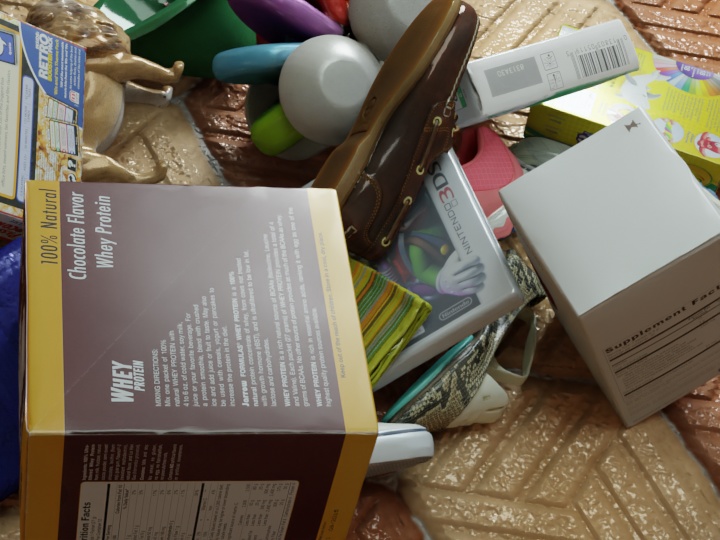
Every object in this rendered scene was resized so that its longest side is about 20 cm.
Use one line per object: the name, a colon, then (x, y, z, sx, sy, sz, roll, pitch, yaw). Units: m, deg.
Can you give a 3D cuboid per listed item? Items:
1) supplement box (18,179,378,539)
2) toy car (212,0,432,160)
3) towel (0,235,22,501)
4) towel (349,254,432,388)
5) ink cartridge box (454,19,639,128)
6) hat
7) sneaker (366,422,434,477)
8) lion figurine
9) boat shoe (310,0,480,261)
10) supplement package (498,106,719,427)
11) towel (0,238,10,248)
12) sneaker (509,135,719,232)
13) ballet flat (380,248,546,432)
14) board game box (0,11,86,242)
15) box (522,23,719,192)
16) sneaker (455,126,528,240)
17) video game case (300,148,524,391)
supplement box: (-0.110, 0.061, 0.994, 0.199, 0.133, 0.198, 1, 48, -13)
toy car: (-0.035, -0.188, 1.258, 0.150, 0.175, 0.200, 43, 78, -12)
towel: (-0.258, 0.079, 1.079, 0.200, 0.049, 0.148, -34, 96, -35)
towel: (-0.043, 0.016, 1.157, 0.200, 0.018, 0.086, 31, 79, 38)
ink cartridge box: (0.102, -0.141, 1.297, 0.161, 0.200, 0.050, -20, 90, -29)
hat: (-0.117, -0.175, 1.367, 0.199, 0.176, 0.166, -16, 32, 30)
sneaker: (-0.049, 0.107, 1.095, 0.199, 0.073, 0.071, -1, 76, -5)
lion figurine: (-0.207, -0.115, 1.230, 0.122, 0.072, 0.201, 11, 65, -17)
boat shoe: (0.034, -0.103, 1.154, 0.070, 0.070, 0.200, 33, 85, -20)
supplement package: (0.195, 0.002, 1.145, 0.119, 0.200, 0.121, -30, 57, 2)
towel: (-0.281, -0.031, 1.128, 0.022, 0.200, 0.147, -15, 38, 37)
sneaker: (0.203, -0.035, 1.291, 0.199, 0.077, 0.085, 16, 59, 12)
ballet flat: (0.090, 0.065, 1.187, 0.075, 0.068, 0.200, 39, 50, -4)
board game box: (-0.277, -0.111, 1.103, 0.200, 0.046, 0.152, 21, 63, -50)
box: (0.252, -0.136, 1.392, 0.199, 0.048, 0.118, 18, 49, 8)
sneaker: (0.050, -0.034, 1.217, 0.200, 0.087, 0.074, -45, 28, -27)
video game case: (0.000, 0.000, 1.170, 0.200, 0.023, 0.182, -31, 54, 12)
